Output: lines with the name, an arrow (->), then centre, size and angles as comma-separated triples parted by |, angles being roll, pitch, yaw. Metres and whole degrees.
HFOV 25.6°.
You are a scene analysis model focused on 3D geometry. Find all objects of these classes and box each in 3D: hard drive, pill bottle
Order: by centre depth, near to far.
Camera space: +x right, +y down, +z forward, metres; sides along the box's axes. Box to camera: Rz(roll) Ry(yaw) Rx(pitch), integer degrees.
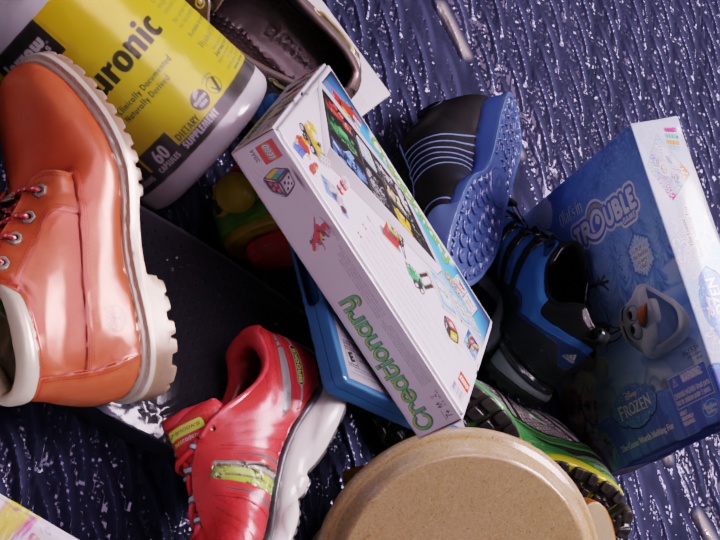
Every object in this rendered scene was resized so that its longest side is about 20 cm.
hard drive -> -0.126, 0.038, 0.931 | 0.200, 0.042, 0.135 | 32, 52, -25
pill bottle -> -0.162, -0.139, 0.942 | 0.200, 0.111, 0.111 | 42, 48, -15

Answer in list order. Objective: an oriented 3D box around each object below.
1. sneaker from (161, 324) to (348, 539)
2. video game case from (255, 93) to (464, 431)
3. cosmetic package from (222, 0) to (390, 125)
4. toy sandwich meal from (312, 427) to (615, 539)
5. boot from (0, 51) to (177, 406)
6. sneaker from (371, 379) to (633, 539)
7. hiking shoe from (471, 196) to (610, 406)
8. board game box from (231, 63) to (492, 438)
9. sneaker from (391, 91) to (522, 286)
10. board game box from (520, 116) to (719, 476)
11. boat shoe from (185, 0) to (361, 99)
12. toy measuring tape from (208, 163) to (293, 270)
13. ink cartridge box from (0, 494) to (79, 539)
sneaker -> -0.079, 0.115, 0.871 | 0.085, 0.077, 0.200 | 37, 48, -17
video game case -> 0.000, 0.000, 0.975 | 0.143, 0.018, 0.201 | 29, 39, -52
cosmetic package -> -0.074, -0.172, 1.073 | 0.200, 0.051, 0.083 | 54, 47, -5
toy sandwich meal -> 0.062, 0.185, 0.981 | 0.204, 0.070, 0.206 | -1, 94, -13
boot -> -0.171, -0.023, 0.838 | 0.107, 0.075, 0.201 | -7, 75, -43
sneaker -> 0.088, 0.118, 1.062 | 0.200, 0.078, 0.085 | 35, 14, -13
hiking shoe -> 0.121, 0.000, 1.101 | 0.074, 0.087, 0.200 | 30, 32, -38
board game box -> 0.007, -0.015, 0.935 | 0.200, 0.035, 0.126 | 57, 23, -13
sneaker -> 0.056, -0.054, 1.091 | 0.200, 0.078, 0.070 | -65, 144, -51
board game box -> 0.184, 0.027, 1.085 | 0.043, 0.200, 0.200 | -9, 74, -22
boat shoe -> -0.082, -0.171, 0.999 | 0.200, 0.060, 0.072 | 38, 83, -7
toy measuring tape -> -0.041, -0.030, 1.037 | 0.200, 0.073, 0.074 | 18, 55, -60
ink cartridge box -> -0.191, 0.169, 0.710 | 0.200, 0.146, 0.147 | 36, 75, -21
